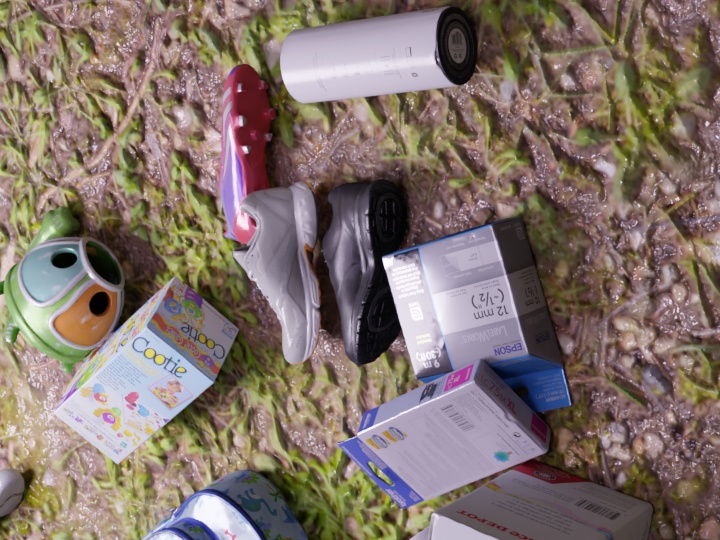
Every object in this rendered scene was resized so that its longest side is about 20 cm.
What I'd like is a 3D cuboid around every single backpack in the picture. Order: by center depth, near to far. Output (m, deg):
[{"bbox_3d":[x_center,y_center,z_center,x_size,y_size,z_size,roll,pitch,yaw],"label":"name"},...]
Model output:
[{"bbox_3d":[-0.165,0.346,1.756,0.183,0.147,0.200,51,120,13],"label":"backpack"}]

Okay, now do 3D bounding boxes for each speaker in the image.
[{"bbox_3d":[0.015,-0.220,1.555,0.199,0.081,0.082,-3,98,36],"label":"speaker"}]

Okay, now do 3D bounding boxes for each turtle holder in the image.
[{"bbox_3d":[-0.354,0.020,1.845,0.132,0.186,0.141,-40,111,20],"label":"turtle holder"}]

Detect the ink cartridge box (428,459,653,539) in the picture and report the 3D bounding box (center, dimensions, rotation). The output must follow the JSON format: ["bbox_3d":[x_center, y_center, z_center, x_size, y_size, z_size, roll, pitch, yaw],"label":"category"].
[{"bbox_3d":[0.173,0.267,1.467,0.145,0.200,0.083,18,109,31],"label":"ink cartridge box"}]

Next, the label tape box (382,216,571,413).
[{"bbox_3d":[0.119,0.060,1.548,0.143,0.066,0.201,-16,89,36],"label":"label tape box"}]

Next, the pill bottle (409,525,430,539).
[{"bbox_3d":[0.115,0.364,1.582,0.112,0.112,0.200,-44,74,33],"label":"pill bottle"}]

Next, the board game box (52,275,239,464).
[{"bbox_3d":[-0.252,0.118,1.777,0.105,0.103,0.200,41,125,-14],"label":"board game box"}]

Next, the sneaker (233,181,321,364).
[{"bbox_3d":[-0.094,0.005,1.657,0.076,0.091,0.201,-155,61,-76],"label":"sneaker"}]

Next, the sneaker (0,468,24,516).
[{"bbox_3d":[-0.536,0.305,2.051,0.115,0.075,0.200,50,126,14],"label":"sneaker"}]

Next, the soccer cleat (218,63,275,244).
[{"bbox_3d":[-0.135,-0.128,1.692,0.076,0.067,0.201,0,102,40],"label":"soccer cleat"}]

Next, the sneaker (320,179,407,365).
[{"bbox_3d":[0.000,0.000,1.625,0.090,0.076,0.201,10,98,43],"label":"sneaker"}]

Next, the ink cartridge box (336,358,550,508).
[{"bbox_3d":[0.085,0.174,1.577,0.199,0.042,0.119,-30,117,34],"label":"ink cartridge box"}]
